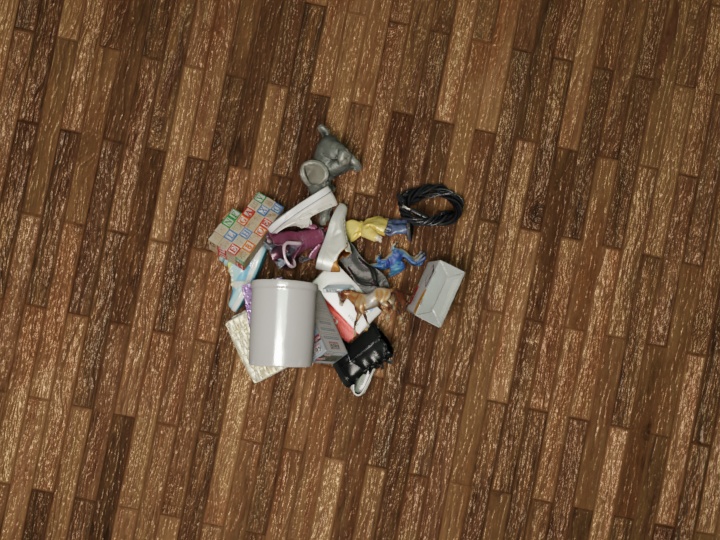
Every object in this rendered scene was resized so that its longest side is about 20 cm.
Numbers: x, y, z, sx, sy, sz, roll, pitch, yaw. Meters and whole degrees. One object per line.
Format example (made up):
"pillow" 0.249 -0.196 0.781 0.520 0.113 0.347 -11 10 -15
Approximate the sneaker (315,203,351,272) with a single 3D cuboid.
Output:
"sneaker" -0.055 -0.085 1.476 0.083 0.073 0.203 16 73 3

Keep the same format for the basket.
"basket" -0.269 0.195 1.480 0.134 0.123 0.202 -27 90 -2

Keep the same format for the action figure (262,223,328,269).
"action figure" -0.160 -0.089 1.472 0.198 0.148 0.136 -24 98 -28

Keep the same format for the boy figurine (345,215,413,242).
"boy figurine" 0.047 -0.112 1.500 0.196 0.125 0.065 -4 121 10

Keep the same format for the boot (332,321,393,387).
"boot" -0.014 0.202 1.469 0.162 0.073 0.200 -38 68 12

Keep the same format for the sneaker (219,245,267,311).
"sneaker" -0.354 0.003 1.504 0.129 0.080 0.203 23 80 -3

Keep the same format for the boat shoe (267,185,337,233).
"boat shoe" -0.152 -0.146 1.429 0.199 0.072 0.066 -34 101 -7

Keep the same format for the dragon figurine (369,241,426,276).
"dragon figurine" 0.092 -0.015 1.523 0.198 0.059 0.100 -33 90 -3

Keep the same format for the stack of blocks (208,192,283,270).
"stack of blocks" -0.310 -0.116 1.472 0.114 0.059 0.201 31 63 3

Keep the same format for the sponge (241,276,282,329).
"sponge" -0.239 0.127 1.407 0.110 0.030 0.203 -11 84 -18

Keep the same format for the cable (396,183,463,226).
"cable" 0.202 -0.181 1.490 0.197 0.164 0.051 -4 130 -14

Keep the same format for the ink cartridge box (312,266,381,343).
"ink cartridge box" -0.069 0.106 1.526 0.176 0.045 0.200 -44 91 -2

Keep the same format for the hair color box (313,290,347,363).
"hair color box" -0.118 0.144 1.428 0.060 0.098 0.202 -38 61 22

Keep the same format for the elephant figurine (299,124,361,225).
"elephant figurine" -0.104 -0.261 1.486 0.200 0.141 0.155 -46 48 7

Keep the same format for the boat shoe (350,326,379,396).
"boat shoe" 0.020 0.256 1.516 0.072 0.065 0.203 12 90 -1

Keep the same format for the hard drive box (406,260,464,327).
"hard drive box" 0.200 0.060 1.455 0.076 0.200 0.158 25 88 -1

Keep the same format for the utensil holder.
"utensil holder" -0.190 0.131 1.319 0.167 0.170 0.204 2 82 -1

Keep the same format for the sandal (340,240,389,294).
"sandal" -0.001 0.000 1.490 0.200 0.048 0.075 45 99 7

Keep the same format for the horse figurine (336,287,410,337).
"horse figurine" 0.038 0.094 1.444 0.197 0.050 0.134 -18 60 13
